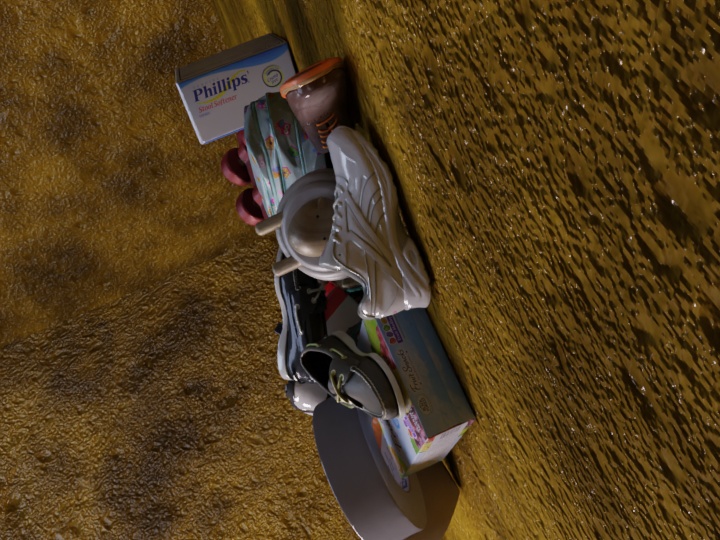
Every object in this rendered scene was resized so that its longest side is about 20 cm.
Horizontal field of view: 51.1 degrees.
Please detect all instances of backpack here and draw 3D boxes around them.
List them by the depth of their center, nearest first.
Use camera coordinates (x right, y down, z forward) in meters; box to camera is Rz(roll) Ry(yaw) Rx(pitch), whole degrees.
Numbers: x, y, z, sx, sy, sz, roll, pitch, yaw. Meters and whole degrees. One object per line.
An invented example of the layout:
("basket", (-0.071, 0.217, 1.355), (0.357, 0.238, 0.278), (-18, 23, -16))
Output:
("backpack", (-0.079, -0.139, 0.990), (0.168, 0.124, 0.202), (-113, 8, -45))

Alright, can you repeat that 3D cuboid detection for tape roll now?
("tape roll", (0.013, 0.253, 0.982), (0.203, 0.065, 0.201), (61, -171, -16))

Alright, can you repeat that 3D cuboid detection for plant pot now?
("plant pot", (0.074, 0.336, 1.153), (0.202, 0.133, 0.200), (58, 179, 2))

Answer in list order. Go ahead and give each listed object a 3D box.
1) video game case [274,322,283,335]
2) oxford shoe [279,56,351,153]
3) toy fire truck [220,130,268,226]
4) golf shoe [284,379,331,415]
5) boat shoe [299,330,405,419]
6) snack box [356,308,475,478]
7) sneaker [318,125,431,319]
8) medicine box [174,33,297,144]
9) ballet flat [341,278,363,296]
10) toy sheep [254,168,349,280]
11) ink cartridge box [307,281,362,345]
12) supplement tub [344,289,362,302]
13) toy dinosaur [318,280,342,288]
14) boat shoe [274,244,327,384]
("video game case", (-0.042, 0.137, 1.136), (0.141, 0.019, 0.200), (29, 173, 17))
("oxford shoe", (-0.035, -0.167, 0.788), (0.200, 0.070, 0.074), (-32, -83, -86))
("toy fire truck", (-0.133, -0.166, 1.292), (0.112, 0.166, 0.203), (-43, 63, 44))
("golf shoe", (-0.023, 0.188, 1.103), (0.093, 0.079, 0.199), (3, 159, 43))
("boat shoe", (-0.012, 0.126, 0.872), (0.201, 0.059, 0.074), (28, 131, 63))
("snack box", (0.056, 0.140, 0.907), (0.201, 0.066, 0.171), (98, 150, -63))
("sneaker", (-0.004, -0.044, 0.755), (0.078, 0.098, 0.203), (125, 123, -83))
("medicine box", (-0.200, -0.300, 1.226), (0.200, 0.179, 0.105), (-124, 14, -65))
("ballet flat", (0.000, 0.000, 1.061), (0.200, 0.066, 0.064), (132, 125, -83))
("toy sheep", (-0.037, -0.052, 0.868), (0.200, 0.136, 0.140), (-47, -64, -73))
("ink cartridge box", (-0.016, 0.081, 1.082), (0.199, 0.067, 0.116), (42, 176, -6))
("supplement tub", (-0.031, 0.062, 1.268), (0.123, 0.120, 0.203), (-134, 24, -74))
("toy dinosaur", (-0.065, -0.002, 1.164), (0.059, 0.099, 0.203), (-79, -5, -57))
("boat shoe", (-0.069, 0.048, 0.978), (0.075, 0.059, 0.204), (-30, -58, -57))
